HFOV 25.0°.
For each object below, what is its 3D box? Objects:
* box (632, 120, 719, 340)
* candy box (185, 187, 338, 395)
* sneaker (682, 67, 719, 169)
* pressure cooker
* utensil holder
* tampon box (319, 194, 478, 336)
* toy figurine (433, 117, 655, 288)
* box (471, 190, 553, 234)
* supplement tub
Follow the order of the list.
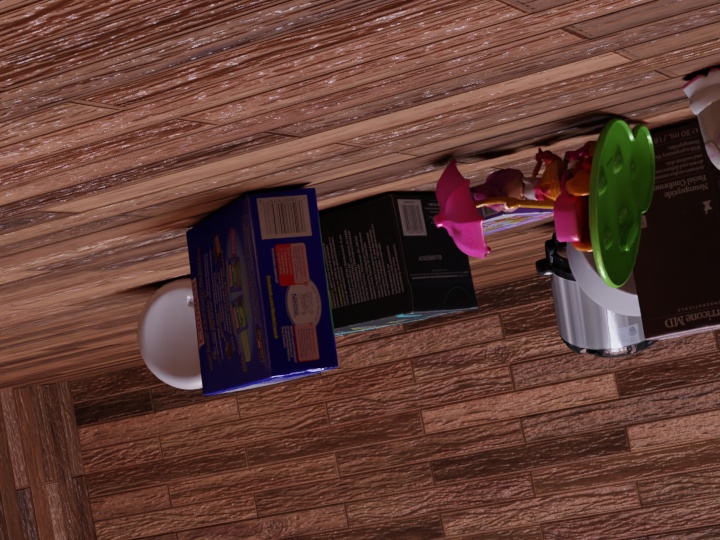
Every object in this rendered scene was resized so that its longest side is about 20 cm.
[{"bbox_3d":[0.318,-0.038,1.607,0.099,0.203,0.075,-13,175,27],"label":"box"},{"bbox_3d":[-0.098,0.024,1.552,0.076,0.172,0.200,-5,174,-25],"label":"candy box"},{"bbox_3d":[0.361,-0.118,1.317,0.197,0.090,0.081,-3,175,-2],"label":"sneaker"},{"bbox_3d":[0.371,0.007,2.434,0.177,0.202,0.175,14,-144,44],"label":"pressure cooker"},{"bbox_3d":[0.313,-0.041,1.813,0.168,0.172,0.200,-11,173,6],"label":"utensil holder"},{"bbox_3d":[0.000,0.000,1.770,0.198,0.128,0.149,-13,175,32],"label":"tampon box"},{"bbox_3d":[0.162,-0.073,1.514,0.182,0.152,0.200,2,-154,26],"label":"toy figurine"},{"bbox_3d":[0.125,-0.062,1.869,0.199,0.040,0.136,-15,173,41],"label":"box"},{"bbox_3d":[-0.203,0.084,2.201,0.143,0.147,0.200,-12,176,14],"label":"supplement tub"}]
